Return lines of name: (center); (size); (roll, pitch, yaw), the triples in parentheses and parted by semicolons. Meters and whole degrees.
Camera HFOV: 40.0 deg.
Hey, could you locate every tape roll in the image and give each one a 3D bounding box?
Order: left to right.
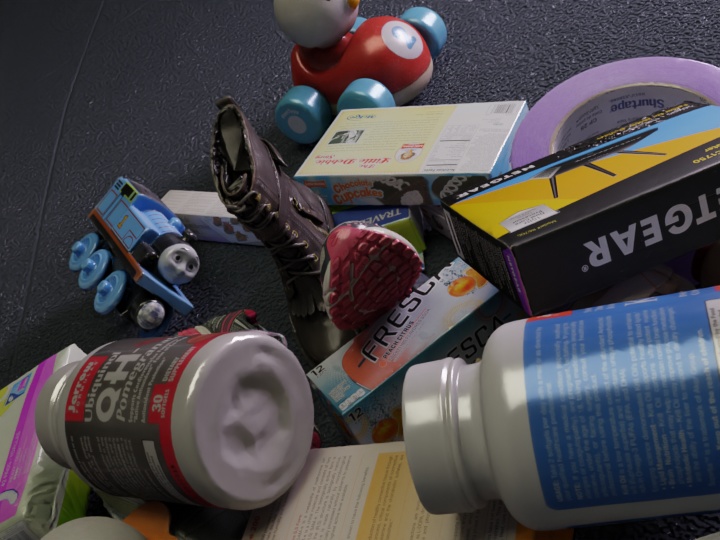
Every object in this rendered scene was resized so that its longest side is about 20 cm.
tape roll: (0.222, -0.079, 0.781); (0.198, 0.066, 0.202); (-11, 48, 12)

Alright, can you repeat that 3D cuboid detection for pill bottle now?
pill bottle: (-0.136, 0.101, 0.676); (0.199, 0.111, 0.111); (-7, 38, 42)
pill bottle: (0.127, 0.075, 0.516); (0.198, 0.113, 0.113); (-10, 37, 16)

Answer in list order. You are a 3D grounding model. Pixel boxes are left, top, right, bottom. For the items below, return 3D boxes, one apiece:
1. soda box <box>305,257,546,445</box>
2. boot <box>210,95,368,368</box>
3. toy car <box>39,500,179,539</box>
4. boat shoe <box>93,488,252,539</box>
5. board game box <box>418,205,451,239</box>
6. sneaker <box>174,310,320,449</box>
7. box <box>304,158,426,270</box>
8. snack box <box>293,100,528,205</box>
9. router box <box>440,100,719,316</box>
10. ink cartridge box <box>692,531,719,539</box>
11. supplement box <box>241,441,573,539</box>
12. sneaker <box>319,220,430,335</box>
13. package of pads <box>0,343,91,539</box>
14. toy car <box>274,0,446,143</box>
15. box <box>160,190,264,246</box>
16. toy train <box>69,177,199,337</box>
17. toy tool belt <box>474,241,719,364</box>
soda box: (0.061, 0.055, 0.747); (0.199, 0.069, 0.064); (-37, 35, -12)
boot: (-0.067, -0.023, 0.808); (0.069, 0.174, 0.202); (-23, 62, 11)
toy car: (-0.202, 0.221, 0.632); (0.175, 0.186, 0.200); (0, 30, 35)
boat shoe: (-0.133, 0.180, 0.736); (0.201, 0.065, 0.074); (14, 35, 37)
board game box: (0.165, -0.087, 0.893); (0.199, 0.035, 0.126); (-36, 36, -12)
sneaker: (-0.084, 0.085, 0.790); (0.074, 0.081, 0.200); (-27, 35, -18)
box: (-0.001, -0.059, 0.961); (0.121, 0.048, 0.201); (-18, 34, 14)
snack box: (0.048, -0.108, 0.919); (0.198, 0.037, 0.117); (2, 41, 29)
router box: (0.168, -0.048, 0.644); (0.198, 0.051, 0.149); (-22, 18, -6)
ink cartridge box: (0.141, 0.191, 0.495); (0.198, 0.094, 0.044); (-21, 34, 9)
supplement box: (0.025, 0.176, 0.611); (0.198, 0.074, 0.127); (-9, 38, 25)
sneaker: (0.000, 0.000, 0.756); (0.080, 0.200, 0.075); (-40, 75, 0)
package of pads: (-0.292, 0.174, 0.816); (0.154, 0.068, 0.201); (-31, 32, 17)
toy car: (-0.025, -0.280, 1.115); (0.175, 0.201, 0.185); (1, 43, 35)
box: (-0.145, -0.057, 1.063); (0.199, 0.039, 0.042); (6, 45, 39)
toy train: (-0.225, -0.013, 0.999); (0.115, 0.087, 0.200); (-53, 36, 1)
toy tool belt: (0.170, 0.032, 0.661); (0.122, 0.126, 0.200); (25, 58, 40)
